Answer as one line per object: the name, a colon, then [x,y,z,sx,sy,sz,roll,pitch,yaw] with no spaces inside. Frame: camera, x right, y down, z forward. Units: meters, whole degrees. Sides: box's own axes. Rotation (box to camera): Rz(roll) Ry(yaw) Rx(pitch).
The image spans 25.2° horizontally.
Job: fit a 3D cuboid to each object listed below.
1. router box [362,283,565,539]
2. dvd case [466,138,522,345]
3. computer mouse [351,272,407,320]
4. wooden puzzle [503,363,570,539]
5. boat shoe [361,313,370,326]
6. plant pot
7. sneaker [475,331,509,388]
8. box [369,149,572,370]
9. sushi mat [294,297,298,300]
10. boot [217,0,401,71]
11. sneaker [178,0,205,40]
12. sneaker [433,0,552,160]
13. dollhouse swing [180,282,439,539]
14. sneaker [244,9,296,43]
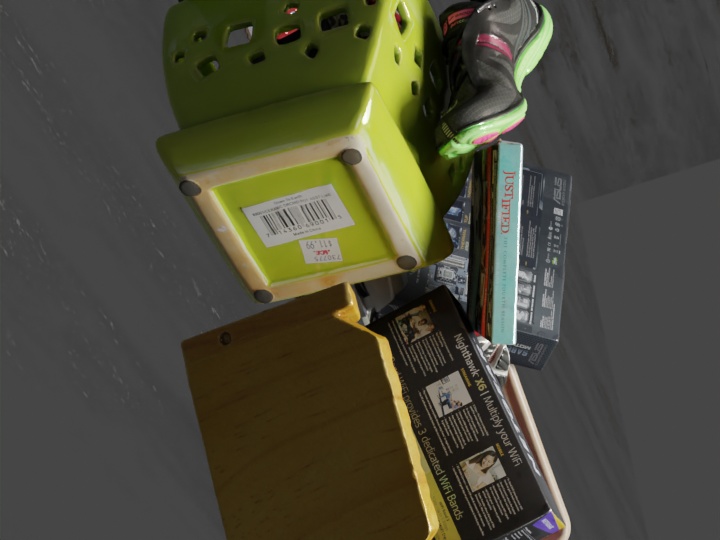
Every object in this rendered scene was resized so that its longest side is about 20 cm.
router box: [0.039,0.133,1.197,0.200,0.157,0.052,67,9,27]
dvd case: [0.101,-0.023,1.229,0.200,0.022,0.146,-148,-120,-87]
computer mouse: [0.000,0.000,1.325,0.044,0.110,0.200,23,51,-46]
wooden puzzle: [0.099,0.157,1.477,0.037,0.185,0.200,-23,99,-42]
boat shoe: [0.045,0.047,1.604,0.060,0.072,0.202,-92,166,-50]
plant pot: [-0.034,-0.097,1.209,0.182,0.200,0.199,-83,154,-44]
sneaker: [0.052,0.103,1.369,0.077,0.200,0.085,17,43,-27]
box: [0.100,-0.020,1.418,0.051,0.158,0.200,112,-9,-49]
sushi mat: [-0.032,0.074,1.374,0.096,0.012,0.200,42,33,-64]
boot: [-0.002,-0.140,1.364,0.204,0.154,0.074,40,37,-32]
sneaker: [-0.103,-0.264,1.350,0.200,0.090,0.070,-87,156,-56]
sneaker: [0.084,-0.153,1.196,0.084,0.077,0.200,46,37,-20]
dollhouse swing: [-0.014,0.131,1.083,0.176,0.182,0.200,8,64,-64]
sneaker: [-0.060,-0.269,1.482,0.071,0.112,0.200,-77,147,-64]
